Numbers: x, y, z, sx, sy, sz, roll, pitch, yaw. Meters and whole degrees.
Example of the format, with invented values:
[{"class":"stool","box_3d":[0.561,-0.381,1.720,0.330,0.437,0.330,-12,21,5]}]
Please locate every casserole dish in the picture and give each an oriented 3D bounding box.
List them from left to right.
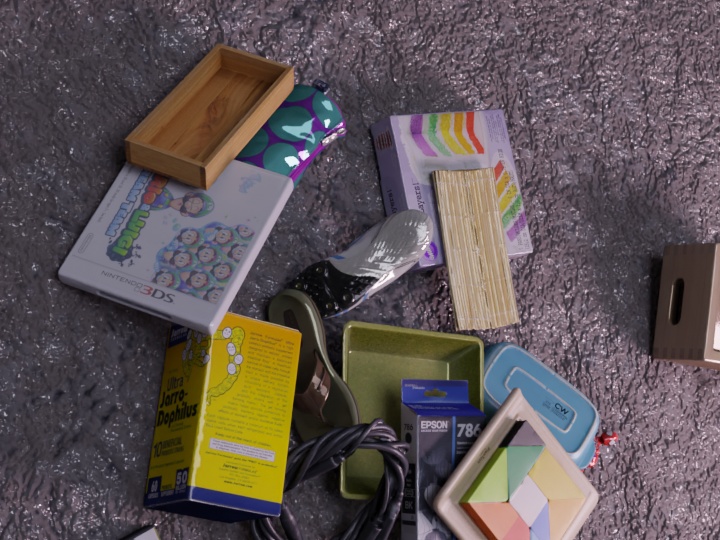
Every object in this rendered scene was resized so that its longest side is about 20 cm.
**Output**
[{"class":"casserole dish","box_3d":[0.211,0.164,1.759,0.200,0.039,0.121,38,54,-1]}]

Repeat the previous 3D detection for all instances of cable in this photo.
[{"class":"cable","box_3d":[-0.029,0.238,1.554,0.163,0.051,0.200,13,113,-22]}]

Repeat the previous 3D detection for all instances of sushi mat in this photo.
[{"class":"sushi mat","box_3d":[0.139,-0.027,1.751,0.096,0.012,0.200,-3,82,-36]}]

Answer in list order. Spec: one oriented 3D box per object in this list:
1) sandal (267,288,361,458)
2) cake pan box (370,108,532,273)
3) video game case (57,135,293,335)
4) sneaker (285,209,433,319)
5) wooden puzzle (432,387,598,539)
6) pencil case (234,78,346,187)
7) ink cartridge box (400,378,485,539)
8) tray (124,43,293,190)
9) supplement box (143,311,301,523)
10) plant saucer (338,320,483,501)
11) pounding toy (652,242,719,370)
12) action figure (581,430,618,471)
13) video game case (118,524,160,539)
[{"class":"sandal","box_3d":[-0.064,0.119,1.595,0.057,0.080,0.201,-3,69,-63]},{"class":"cake pan box","box_3d":[0.114,-0.097,1.789,0.184,0.052,0.200,-6,82,-32]},{"class":"video game case","box_3d":[-0.193,-0.043,1.522,0.182,0.024,0.200,18,61,16]},{"class":"sneaker","box_3d":[0.000,0.000,1.668,0.200,0.072,0.072,-33,78,-12]},{"class":"wooden puzzle","box_3d":[0.187,0.265,1.656,0.185,0.037,0.200,-50,115,-31]},{"class":"pencil case","box_3d":[-0.095,-0.123,1.633,0.200,0.092,0.085,-55,154,-29]},{"class":"ink cartridge box","box_3d":[0.095,0.223,1.639,0.099,0.039,0.200,2,83,-32]},{"class":"tray","box_3d":[-0.162,-0.171,1.581,0.098,0.037,0.200,19,45,17]},{"class":"supplement box","box_3d":[-0.145,0.156,1.517,0.109,0.109,0.200,17,69,-29]},{"class":"plant saucer","box_3d":[0.051,0.169,1.676,0.200,0.048,0.200,9,76,-32]},{"class":"pounding toy","box_3d":[0.497,0.035,1.973,0.184,0.142,0.200,11,83,-30]},{"class":"action figure","box_3d":[0.246,0.229,1.796,0.200,0.052,0.066,-12,79,-37]},{"class":"video game case","box_3d":[-0.254,0.379,1.438,0.200,0.025,0.181,-25,93,-35]}]
